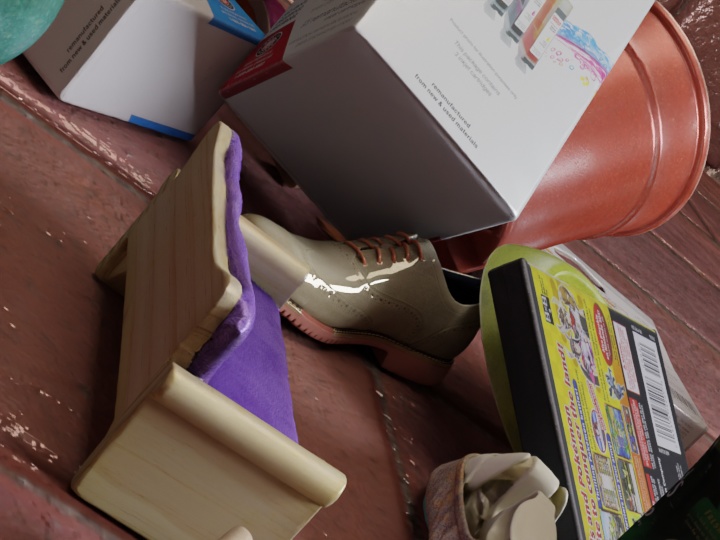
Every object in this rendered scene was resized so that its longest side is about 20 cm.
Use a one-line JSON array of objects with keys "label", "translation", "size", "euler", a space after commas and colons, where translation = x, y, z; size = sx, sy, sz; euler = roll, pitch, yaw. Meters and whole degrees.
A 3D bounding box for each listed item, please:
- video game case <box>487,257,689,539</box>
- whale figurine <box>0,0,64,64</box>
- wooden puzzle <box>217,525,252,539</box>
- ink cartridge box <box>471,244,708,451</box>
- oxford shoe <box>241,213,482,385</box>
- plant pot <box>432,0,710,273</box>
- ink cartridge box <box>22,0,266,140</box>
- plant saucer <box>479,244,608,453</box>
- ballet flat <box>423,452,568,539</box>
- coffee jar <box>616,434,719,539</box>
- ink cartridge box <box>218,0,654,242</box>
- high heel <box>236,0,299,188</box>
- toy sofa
[{"label": "video game case", "translation": [0.139, 0.109, 0.925], "size": [0.180, 0.025, 0.202], "euler": [25, 50, -54]}, {"label": "whale figurine", "translation": [-0.231, -0.156, 0.779], "size": [0.198, 0.105, 0.159], "euler": [19, 13, 7]}, {"label": "wooden puzzle", "translation": [-0.010, 0.185, 0.489], "size": [0.200, 0.046, 0.185], "euler": [49, 16, 4]}, {"label": "ink cartridge box", "translation": [0.170, 0.040, 1.310], "size": [0.199, 0.045, 0.177], "euler": [38, 17, -21]}, {"label": "oxford shoe", "translation": [0.000, 0.000, 0.936], "size": [0.199, 0.074, 0.071], "euler": [25, 23, -49]}, {"label": "plant pot", "translation": [0.112, -0.095, 1.198], "size": [0.194, 0.202, 0.201], "euler": [-22, 62, -41]}, {"label": "ink cartridge box", "translation": [-0.166, -0.183, 0.986], "size": [0.200, 0.084, 0.146], "euler": [49, 16, 22]}, {"label": "plant saucer", "translation": [0.134, 0.074, 1.004], "size": [0.200, 0.031, 0.202], "euler": [44, 35, -41]}, {"label": "ballet flat", "translation": [0.066, 0.124, 0.787], "size": [0.068, 0.067, 0.200], "euler": [41, 15, -7]}, {"label": "coffee jar", "translation": [0.161, 0.136, 0.742], "size": [0.104, 0.200, 0.086], "euler": [23, 24, -51]}, {"label": "ink cartridge box", "translation": [0.050, -0.135, 0.981], "size": [0.145, 0.145, 0.201], "euler": [47, 58, -19]}, {"label": "high heel", "translation": [-0.029, -0.126, 1.168], "size": [0.095, 0.068, 0.201], "euler": [5, 40, -31]}, {"label": "toy sofa", "translation": [-0.054, 0.027, 0.689], "size": [0.083, 0.098, 0.200], "euler": [36, 16, -20]}]
